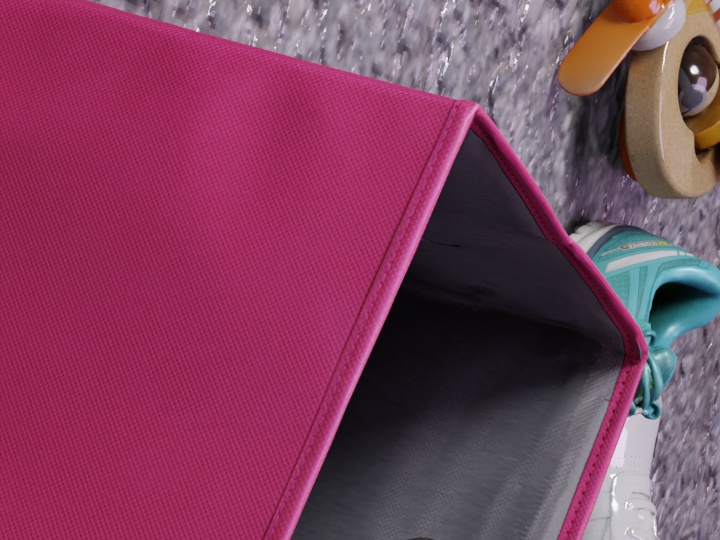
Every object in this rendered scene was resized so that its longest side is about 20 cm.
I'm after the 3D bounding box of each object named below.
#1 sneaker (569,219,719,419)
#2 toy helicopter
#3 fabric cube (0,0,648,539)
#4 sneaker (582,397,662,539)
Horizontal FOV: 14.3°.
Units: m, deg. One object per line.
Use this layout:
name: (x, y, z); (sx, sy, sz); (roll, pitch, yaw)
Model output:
sneaker: (0.098, 0.041, 1.288); (0.200, 0.079, 0.078); (-46, 144, -42)
toy helicopter: (0.149, -0.134, 1.319); (0.132, 0.079, 0.201); (11, 85, -55)
fabric cube: (-0.059, 0.051, 0.850); (0.197, 0.198, 0.200); (-67, 153, -14)
sneaker: (0.123, 0.148, 1.379); (0.075, 0.099, 0.201); (16, 89, -62)
